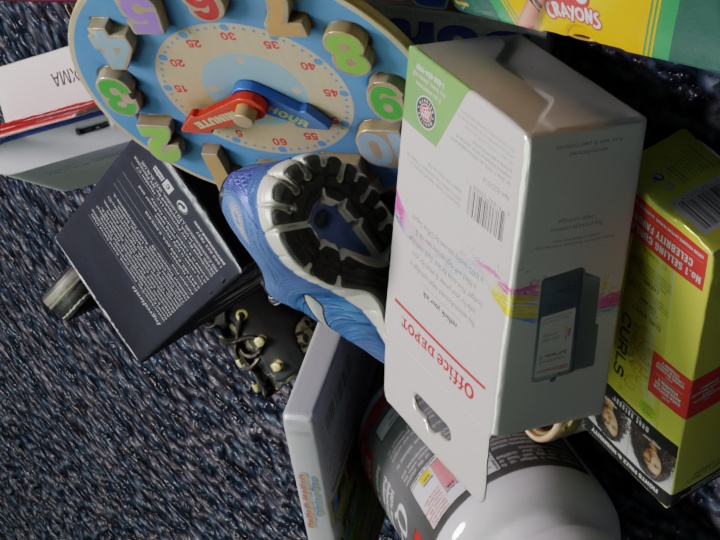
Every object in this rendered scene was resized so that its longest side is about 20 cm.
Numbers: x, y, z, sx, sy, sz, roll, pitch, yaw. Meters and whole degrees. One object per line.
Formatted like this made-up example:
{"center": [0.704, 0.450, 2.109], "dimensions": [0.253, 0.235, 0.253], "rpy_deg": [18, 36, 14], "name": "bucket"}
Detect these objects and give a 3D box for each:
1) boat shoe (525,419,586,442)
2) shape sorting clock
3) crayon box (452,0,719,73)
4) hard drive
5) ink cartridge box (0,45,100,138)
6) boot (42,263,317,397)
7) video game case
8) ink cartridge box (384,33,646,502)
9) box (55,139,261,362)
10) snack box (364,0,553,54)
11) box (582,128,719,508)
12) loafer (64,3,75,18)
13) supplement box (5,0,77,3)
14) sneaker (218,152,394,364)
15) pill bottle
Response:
{"center": [0.107, 0.015, 0.984], "dimensions": [0.074, 0.069, 0.200], "rpy_deg": [35, 146, 45], "name": "boat shoe"}
{"center": [-0.055, -0.093, 0.947], "dimensions": [0.200, 0.039, 0.200], "rpy_deg": [11, 153, 6], "name": "shape sorting clock"}
{"center": [0.105, -0.164, 0.796], "dimensions": [0.200, 0.058, 0.119], "rpy_deg": [25, 139, 54], "name": "crayon box"}
{"center": [-0.164, -0.086, 1.248], "dimensions": [0.200, 0.132, 0.025], "rpy_deg": [18, -124, -89], "name": "hard drive"}
{"center": [-0.172, -0.122, 1.155], "dimensions": [0.200, 0.176, 0.045], "rpy_deg": [-8, 101, 46], "name": "ink cartridge box"}
{"center": [-0.107, 0.024, 1.283], "dimensions": [0.154, 0.204, 0.073], "rpy_deg": [54, 135, 3], "name": "boot"}
{"center": [-0.002, 0.088, 1.170], "dimensions": [0.023, 0.200, 0.182], "rpy_deg": [3, 131, 15], "name": "video game case"}
{"center": [0.070, -0.001, 0.899], "dimensions": [0.117, 0.067, 0.200], "rpy_deg": [46, 138, 50], "name": "ink cartridge box"}
{"center": [-0.084, -0.043, 1.153], "dimensions": [0.104, 0.148, 0.200], "rpy_deg": [55, 148, 2], "name": "box"}
{"center": [0.000, -0.120, 0.954], "dimensions": [0.200, 0.024, 0.072], "rpy_deg": [9, 139, 11], "name": "snack box"}
{"center": [0.159, 0.029, 0.920], "dimensions": [0.075, 0.050, 0.200], "rpy_deg": [46, 152, 33], "name": "box"}
{"center": [-0.183, -0.199, 1.290], "dimensions": [0.200, 0.073, 0.071], "rpy_deg": [61, -172, -2], "name": "loafer"}
{"center": [-0.178, -0.213, 1.159], "dimensions": [0.200, 0.110, 0.086], "rpy_deg": [9, 105, 43], "name": "supplement box"}
{"center": [0.000, 0.000, 0.999], "dimensions": [0.089, 0.079, 0.200], "rpy_deg": [15, 156, 51], "name": "sneaker"}
{"center": [0.081, 0.141, 1.066], "dimensions": [0.200, 0.116, 0.116], "rpy_deg": [-124, 17, -56], "name": "pill bottle"}
